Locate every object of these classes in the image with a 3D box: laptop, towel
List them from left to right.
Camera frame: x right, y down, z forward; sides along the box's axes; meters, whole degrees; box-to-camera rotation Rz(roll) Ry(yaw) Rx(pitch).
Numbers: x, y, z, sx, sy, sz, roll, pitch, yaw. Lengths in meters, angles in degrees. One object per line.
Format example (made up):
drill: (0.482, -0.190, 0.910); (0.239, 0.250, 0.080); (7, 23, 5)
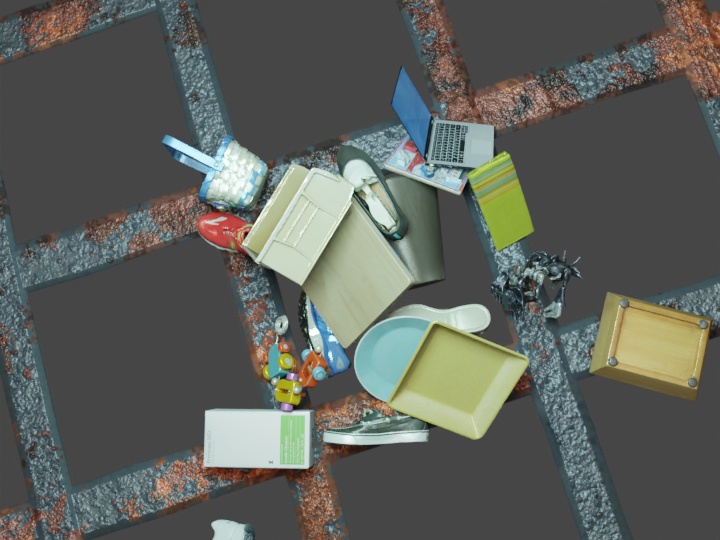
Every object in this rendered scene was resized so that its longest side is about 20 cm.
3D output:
laptop: (0.161, -0.289, 1.567); (0.198, 0.117, 0.188); (7, 36, 5)
towel: (0.265, -0.127, 1.554); (0.086, 0.201, 0.018); (-27, 41, 2)

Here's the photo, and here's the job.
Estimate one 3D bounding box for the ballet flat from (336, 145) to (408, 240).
ballet flat: (0.019, -0.143, 1.482); (0.068, 0.068, 0.201); (-38, 83, 16)

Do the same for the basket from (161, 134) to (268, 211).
basket: (-0.283, -0.197, 1.607); (0.199, 0.176, 0.140); (30, 87, -2)

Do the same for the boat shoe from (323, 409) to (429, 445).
boat shoe: (0.028, 0.292, 1.551); (0.198, 0.071, 0.064); (-2, 80, -4)

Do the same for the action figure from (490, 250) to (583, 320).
action figure: (0.332, 0.026, 1.553); (0.199, 0.103, 0.119); (-20, 42, -37)

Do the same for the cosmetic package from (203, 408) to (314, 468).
cosmetic package: (-0.188, 0.314, 1.554); (0.198, 0.085, 0.109); (-1, 83, 4)

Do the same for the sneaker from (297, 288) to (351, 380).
sneaker: (-0.065, 0.108, 1.594); (0.088, 0.079, 0.202); (-8, 72, -19)

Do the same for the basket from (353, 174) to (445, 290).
basket: (0.087, -0.068, 1.576); (0.179, 0.136, 0.202); (-11, 84, -25)

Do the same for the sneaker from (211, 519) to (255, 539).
sneaker: (-0.263, 0.560, 1.533); (0.086, 0.075, 0.202); (13, 74, 19)

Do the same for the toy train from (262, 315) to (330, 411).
toy train: (-0.114, 0.176, 1.539); (0.055, 0.200, 0.151); (17, 106, -33)

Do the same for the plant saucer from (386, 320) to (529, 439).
plant saucer: (0.174, 0.192, 1.511); (0.199, 0.049, 0.201); (22, 115, -11)

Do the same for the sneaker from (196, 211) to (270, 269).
sneaker: (-0.232, -0.070, 1.625); (0.198, 0.085, 0.078); (21, 81, 8)

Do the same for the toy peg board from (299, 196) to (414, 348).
toy peg board: (0.000, 0.000, 1.535); (0.199, 0.097, 0.201); (-47, 71, 30)

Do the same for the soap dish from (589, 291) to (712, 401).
soap dish: (0.539, 0.137, 1.525); (0.198, 0.081, 0.159); (14, 82, 8)

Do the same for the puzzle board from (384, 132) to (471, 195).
puzzle board: (0.142, -0.217, 1.584); (0.150, 0.200, 0.018); (20, 126, 8)

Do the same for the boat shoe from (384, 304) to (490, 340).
boat shoe: (0.145, 0.103, 1.573); (0.198, 0.060, 0.073); (-5, 69, 3)

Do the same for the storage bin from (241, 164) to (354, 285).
storage bin: (-0.113, -0.092, 1.484); (0.093, 0.200, 0.200); (31, 90, -17)

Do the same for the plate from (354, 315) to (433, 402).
plate: (0.087, 0.165, 1.542); (0.198, 0.026, 0.202); (0, 118, 0)
